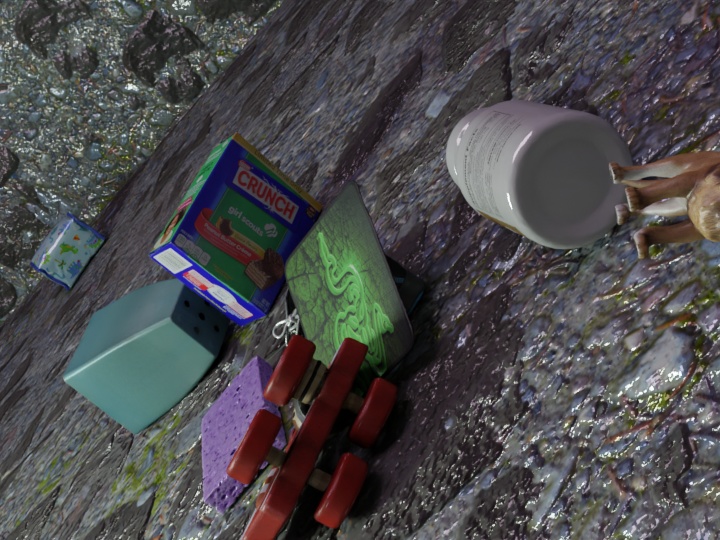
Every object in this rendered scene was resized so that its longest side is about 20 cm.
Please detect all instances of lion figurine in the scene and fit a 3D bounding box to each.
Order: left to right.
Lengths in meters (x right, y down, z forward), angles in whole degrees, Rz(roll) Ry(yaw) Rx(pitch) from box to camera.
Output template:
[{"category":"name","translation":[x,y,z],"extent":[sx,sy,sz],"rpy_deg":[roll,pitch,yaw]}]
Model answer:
[{"category":"lion figurine","translation":[0.244,-0.055,0.842],"extent":[0.122,0.073,0.200],"rpy_deg":[-14,21,7]}]

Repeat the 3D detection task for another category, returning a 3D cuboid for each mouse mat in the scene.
[{"category":"mouse mat","translation":[-0.016,0.031,1.205],"extent":[0.161,0.008,0.200],"rpy_deg":[-49,51,41]}]

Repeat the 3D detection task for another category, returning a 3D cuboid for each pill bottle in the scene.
[{"category":"pill bottle","translation":[0.148,-0.092,1.065],"extent":[0.114,0.114,0.200],"rpy_deg":[-53,19,1]}]

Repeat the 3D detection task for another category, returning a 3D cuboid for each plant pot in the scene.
[{"category":"plant pot","translation":[-0.286,0.107,1.704],"extent":[0.200,0.141,0.141],"rpy_deg":[-30,28,33]}]

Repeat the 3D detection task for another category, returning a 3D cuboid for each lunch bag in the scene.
[{"category":"lunch bag","translation":[-0.755,-0.056,3.073],"extent":[0.170,0.127,0.200],"rpy_deg":[-56,29,-7]}]

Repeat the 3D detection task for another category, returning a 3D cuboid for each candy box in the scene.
[{"category":"candy box","translation":[-0.166,-0.056,1.644],"extent":[0.077,0.169,0.200],"rpy_deg":[-22,36,50]}]

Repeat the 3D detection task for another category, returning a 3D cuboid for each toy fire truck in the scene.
[{"category":"toy fire truck","translation":[-0.055,0.165,1.124],"extent":[0.200,0.112,0.168],"rpy_deg":[-65,4,-34]}]

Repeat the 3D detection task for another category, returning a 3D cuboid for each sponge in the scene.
[{"category":"sponge","translation":[-0.138,0.183,1.378],"extent":[0.112,0.030,0.200],"rpy_deg":[-49,19,10]}]

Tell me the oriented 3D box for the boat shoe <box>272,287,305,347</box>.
[{"category":"boat shoe","translation":[-0.053,0.065,1.327],"extent":[0.074,0.068,0.199],"rpy_deg":[-47,20,18]}]

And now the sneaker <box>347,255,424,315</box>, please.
[{"category":"sneaker","translation":[0.000,0.000,1.296],"extent":[0.073,0.082,0.200],"rpy_deg":[-56,19,-10]}]
